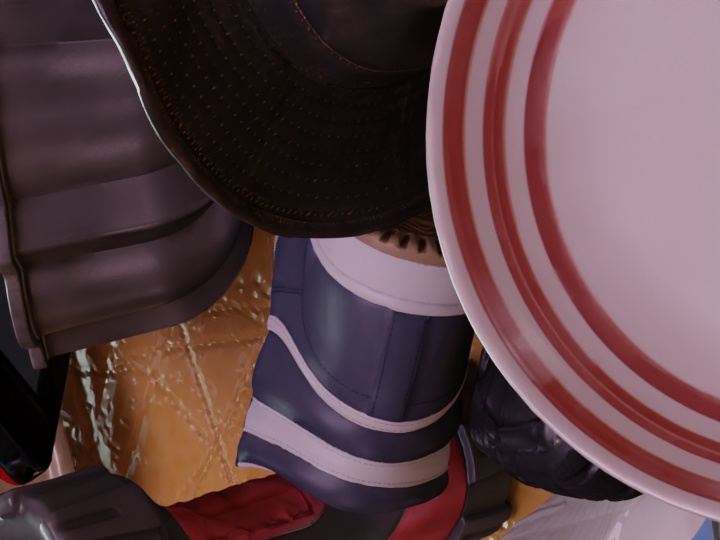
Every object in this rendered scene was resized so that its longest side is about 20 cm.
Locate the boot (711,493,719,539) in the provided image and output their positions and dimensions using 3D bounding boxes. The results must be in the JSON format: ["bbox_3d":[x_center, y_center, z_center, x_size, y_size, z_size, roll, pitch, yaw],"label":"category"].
[{"bbox_3d":[0.193,0.048,0.714,0.153,0.203,0.074,-24,77,38],"label":"boot"}]

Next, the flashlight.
[{"bbox_3d":[-0.033,0.074,0.924,0.068,0.199,0.068,31,116,36],"label":"flashlight"}]

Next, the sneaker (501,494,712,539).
[{"bbox_3d":[0.108,0.067,0.884,0.200,0.072,0.072,-48,30,25],"label":"sneaker"}]

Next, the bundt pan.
[{"bbox_3d":[-0.075,-0.073,0.911,0.075,0.202,0.203,-4,96,0],"label":"bundt pan"}]

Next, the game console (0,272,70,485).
[{"bbox_3d":[-0.119,-0.052,1.001,0.118,0.200,0.173,-34,107,10],"label":"game console"}]

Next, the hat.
[{"bbox_3d":[0.022,-0.102,0.765,0.081,0.200,0.202,5,101,43],"label":"hat"}]

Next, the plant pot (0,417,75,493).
[{"bbox_3d":[-0.234,0.096,1.100,0.200,0.183,0.202,24,123,44],"label":"plant pot"}]

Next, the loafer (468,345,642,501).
[{"bbox_3d":[0.086,-0.031,0.849,0.070,0.068,0.202,15,78,51],"label":"loafer"}]

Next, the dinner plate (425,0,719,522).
[{"bbox_3d":[0.112,-0.037,0.686,0.199,0.024,0.202,-4,78,20],"label":"dinner plate"}]

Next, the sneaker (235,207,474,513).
[{"bbox_3d":[0.000,0.000,0.910,0.200,0.070,0.109,-96,17,-66],"label":"sneaker"}]
